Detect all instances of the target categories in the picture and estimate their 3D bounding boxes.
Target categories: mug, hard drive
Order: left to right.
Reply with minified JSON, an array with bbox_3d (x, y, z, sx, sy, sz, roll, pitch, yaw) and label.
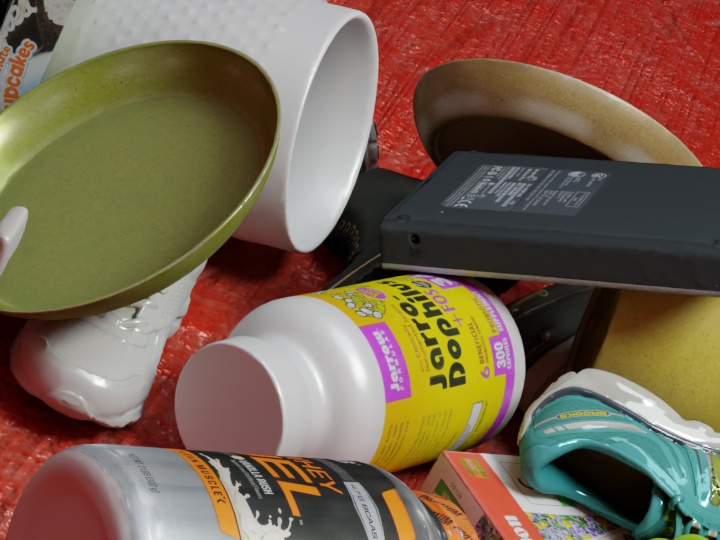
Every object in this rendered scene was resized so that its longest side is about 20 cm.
[{"bbox_3d":[-0.105,-0.095,1.418,0.175,0.148,0.200,15,20,16],"label":"mug"},{"bbox_3d":[0.128,-0.029,1.358,0.200,0.033,0.140,5,21,21],"label":"hard drive"}]

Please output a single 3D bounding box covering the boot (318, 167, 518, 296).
[{"bbox_3d":[0.000,0.000,1.469,0.138,0.078,0.200,16,32,41],"label":"boot"}]

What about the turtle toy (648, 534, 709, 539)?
[{"bbox_3d":[0.153,0.208,1.173,0.146,0.101,0.200,23,28,-9],"label":"turtle toy"}]

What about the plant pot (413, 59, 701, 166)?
[{"bbox_3d":[0.121,-0.062,1.500,0.200,0.200,0.028,27,68,-3],"label":"plant pot"}]

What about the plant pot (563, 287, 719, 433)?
[{"bbox_3d":[0.199,0.057,1.391,0.142,0.200,0.200,22,26,-4],"label":"plant pot"}]

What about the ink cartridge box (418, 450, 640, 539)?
[{"bbox_3d":[0.083,0.148,1.274,0.200,0.050,0.109,8,32,-38],"label":"ink cartridge box"}]

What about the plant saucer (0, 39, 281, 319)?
[{"bbox_3d":[-0.129,-0.042,1.259,0.031,0.200,0.200,64,-1,-40],"label":"plant saucer"}]

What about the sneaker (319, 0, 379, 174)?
[{"bbox_3d":[-0.051,-0.126,1.550,0.080,0.200,0.074,-30,24,-19],"label":"sneaker"}]

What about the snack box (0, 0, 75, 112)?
[{"bbox_3d":[-0.192,-0.167,1.412,0.037,0.200,0.116,19,27,-18],"label":"snack box"}]

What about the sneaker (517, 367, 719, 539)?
[{"bbox_3d":[0.175,0.126,1.283,0.200,0.078,0.080,22,33,7],"label":"sneaker"}]

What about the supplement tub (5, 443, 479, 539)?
[{"bbox_3d":[-0.048,0.142,1.078,0.200,0.123,0.123,7,33,-37],"label":"supplement tub"}]

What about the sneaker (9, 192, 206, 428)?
[{"bbox_3d":[-0.125,0.007,1.276,0.078,0.099,0.200,25,26,-5],"label":"sneaker"}]

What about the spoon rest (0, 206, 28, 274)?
[{"bbox_3d":[-0.268,-0.023,1.197,0.200,0.061,0.099,14,25,2],"label":"spoon rest"}]

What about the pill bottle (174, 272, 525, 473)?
[{"bbox_3d":[-0.006,0.061,1.289,0.104,0.104,0.200,41,29,25],"label":"pill bottle"}]

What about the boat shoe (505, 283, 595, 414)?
[{"bbox_3d":[0.138,0.030,1.521,0.060,0.072,0.202,42,32,16],"label":"boat shoe"}]
